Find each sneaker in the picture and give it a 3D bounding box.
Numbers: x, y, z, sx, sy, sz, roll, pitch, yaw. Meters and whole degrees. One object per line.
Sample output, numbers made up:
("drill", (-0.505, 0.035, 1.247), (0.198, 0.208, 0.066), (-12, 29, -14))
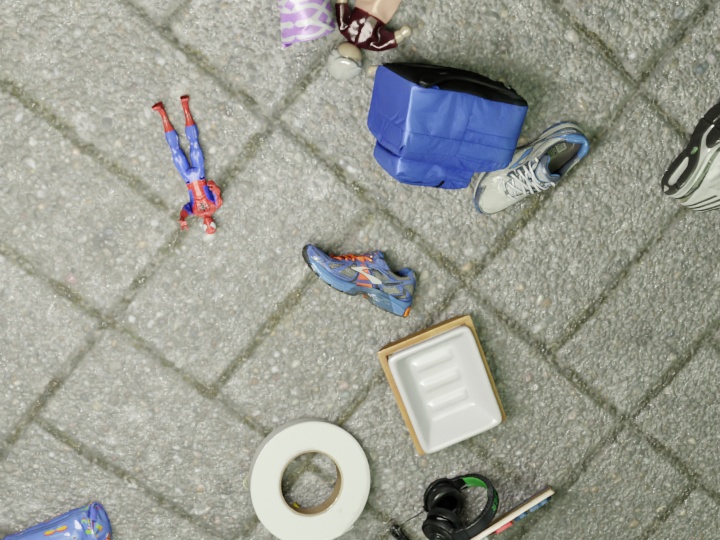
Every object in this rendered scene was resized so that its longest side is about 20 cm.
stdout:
("sneaker", (0.256, -0.151, 1.340), (0.199, 0.085, 0.077), (-37, 109, 5))
("sneaker", (0.572, -0.179, 1.395), (0.115, 0.076, 0.201), (27, 110, -25))
("sneaker", (0.000, 0.000, 1.366), (0.199, 0.075, 0.079), (24, 94, -23))

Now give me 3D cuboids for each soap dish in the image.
("soap dish", (0.129, 0.179, 1.431), (0.156, 0.081, 0.201), (-22, 110, -1))

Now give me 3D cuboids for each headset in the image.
("headset", (0.143, 0.417, 1.497), (0.199, 0.124, 0.094), (-23, 116, 19))

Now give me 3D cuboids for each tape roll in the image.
("tape roll", (-0.082, 0.341, 1.447), (0.201, 0.037, 0.205), (-1, 92, -15))

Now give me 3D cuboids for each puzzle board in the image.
("puzzle board", (0.240, 0.422, 1.499), (0.199, 0.151, 0.017), (-33, 75, 3))

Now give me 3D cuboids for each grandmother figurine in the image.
("grandmother figurine", (0.016, -0.357, 1.255), (0.121, 0.061, 0.201), (34, 105, 11))

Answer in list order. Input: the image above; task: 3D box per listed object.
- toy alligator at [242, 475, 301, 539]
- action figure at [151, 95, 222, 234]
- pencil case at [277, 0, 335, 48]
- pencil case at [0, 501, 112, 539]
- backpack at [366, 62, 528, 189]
("toy alligator", (-0.128, 0.408, 1.484), (0.059, 0.054, 0.200), (-42, 100, -11))
("action figure", (-0.241, -0.137, 1.266), (0.065, 0.099, 0.202), (-16, 112, -2))
("pencil case", (-0.093, -0.408, 1.208), (0.085, 0.084, 0.202), (-2, 110, 30))
("pencil case", (-0.499, 0.434, 1.420), (0.198, 0.078, 0.087), (-18, 132, -3))
("backpack", (0.123, -0.205, 1.268), (0.198, 0.163, 0.169), (1, 118, -22))
